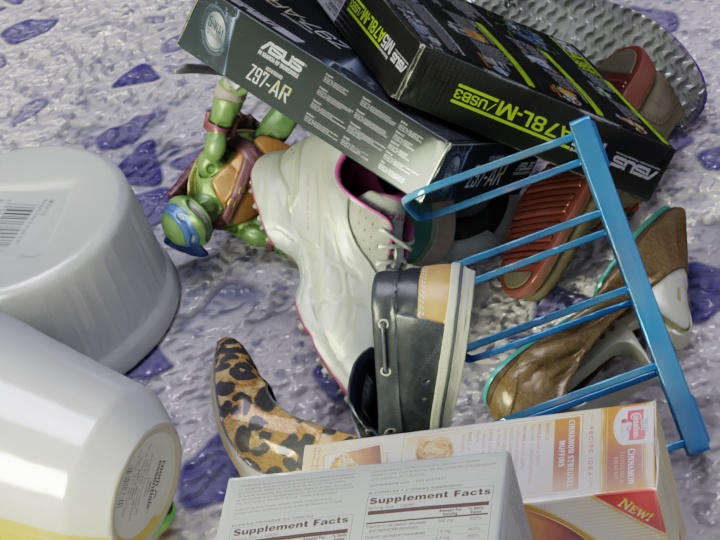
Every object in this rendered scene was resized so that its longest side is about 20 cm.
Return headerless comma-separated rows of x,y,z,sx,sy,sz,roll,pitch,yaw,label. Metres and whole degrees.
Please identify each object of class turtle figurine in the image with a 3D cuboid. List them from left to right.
-0.041,-0.083,1.802,0.144,0.200,0.194,43,56,12,turtle figurine

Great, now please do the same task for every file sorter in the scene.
0.116,0.031,1.512,0.122,0.201,0.139,-20,-6,5,file sorter

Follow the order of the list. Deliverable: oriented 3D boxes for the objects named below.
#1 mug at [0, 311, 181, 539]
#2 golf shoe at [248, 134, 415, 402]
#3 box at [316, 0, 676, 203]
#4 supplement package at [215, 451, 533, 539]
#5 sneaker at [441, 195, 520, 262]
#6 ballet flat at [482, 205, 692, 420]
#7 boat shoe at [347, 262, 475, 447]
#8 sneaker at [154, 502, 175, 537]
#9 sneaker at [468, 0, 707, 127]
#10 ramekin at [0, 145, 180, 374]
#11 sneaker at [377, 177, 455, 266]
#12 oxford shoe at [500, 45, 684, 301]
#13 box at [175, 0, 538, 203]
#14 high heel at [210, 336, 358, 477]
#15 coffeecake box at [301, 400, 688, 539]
-0.192,0.123,1.554,0.153,0.187,0.150,16,47,22,mug
0.000,0.000,1.650,0.091,0.201,0.075,-29,-12,23,golf shoe
0.084,-0.129,1.661,0.048,0.193,0.200,-61,26,15,box
0.020,0.209,1.345,0.155,0.201,0.111,-7,38,14,supplement package
0.069,-0.101,1.797,0.075,0.114,0.200,-6,38,16,sneaker
0.164,0.040,1.628,0.072,0.068,0.200,35,59,24,ballet flat
0.023,0.072,1.448,0.062,0.200,0.075,7,44,-1,boat shoe
-0.183,0.113,1.648,0.077,0.084,0.200,-29,41,-14,sneaker
0.177,-0.167,1.876,0.200,0.070,0.099,32,13,22,sneaker
-0.235,0.000,1.806,0.200,0.098,0.201,-12,36,9,ramekin
0.007,-0.099,1.749,0.071,0.080,0.201,-37,55,39,sneaker
0.164,-0.054,1.740,0.070,0.075,0.200,2,57,58,oxford shoe
0.003,-0.113,1.641,0.200,0.044,0.160,34,17,21,box
-0.012,0.100,1.600,0.142,0.071,0.200,-24,53,2,high heel
0.080,0.162,1.421,0.199,0.154,0.073,-8,38,13,coffeecake box
